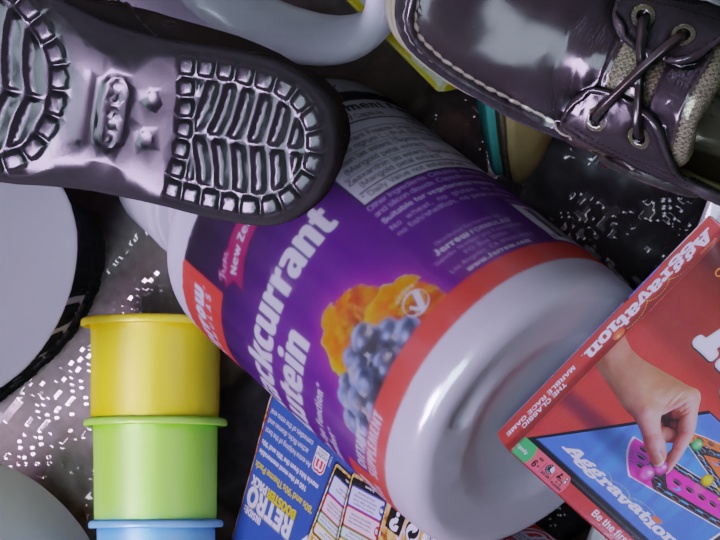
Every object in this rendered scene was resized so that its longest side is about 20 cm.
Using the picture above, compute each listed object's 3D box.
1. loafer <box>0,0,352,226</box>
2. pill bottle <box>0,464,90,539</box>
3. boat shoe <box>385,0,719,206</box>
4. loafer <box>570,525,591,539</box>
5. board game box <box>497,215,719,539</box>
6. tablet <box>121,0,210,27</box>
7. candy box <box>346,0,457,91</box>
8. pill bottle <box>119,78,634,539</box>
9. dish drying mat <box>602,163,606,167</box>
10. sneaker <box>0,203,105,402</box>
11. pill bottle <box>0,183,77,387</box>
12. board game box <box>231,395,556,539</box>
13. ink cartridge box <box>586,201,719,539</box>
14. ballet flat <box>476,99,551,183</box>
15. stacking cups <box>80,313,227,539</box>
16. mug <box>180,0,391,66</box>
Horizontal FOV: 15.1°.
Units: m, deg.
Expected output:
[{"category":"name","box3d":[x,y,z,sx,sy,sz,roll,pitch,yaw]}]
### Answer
[{"category":"loafer","box3d":[-0.091,-0.060,0.943,0.199,0.071,0.073,20,100,18]},{"category":"pill bottle","box3d":[-0.196,0.170,1.105,0.200,0.112,0.113,-43,87,19]},{"category":"boat shoe","box3d":[0.106,-0.064,0.895,0.199,0.065,0.073,17,104,-8]},{"category":"loafer","box3d":[0.048,0.179,1.057,0.076,0.067,0.200,39,109,6]},{"category":"board game box","box3d":[0.150,0.081,0.936,0.103,0.019,0.200,-46,114,4]},{"category":"tablet","box3d":[-0.152,-0.121,1.032,0.130,0.014,0.200,-26,124,18]},{"category":"candy box","box3d":[-0.007,-0.167,0.983,0.200,0.026,0.102,47,123,24]},{"category":"pill bottle","box3d":[0.000,0.000,0.983,0.200,0.111,0.112,40,112,37]},{"category":"dish drying mat","box3d":[0.095,-0.143,0.982,0.018,0.077,0.201,-1,103,51]},{"category":"sneaker","box3d":[-0.187,0.031,1.098,0.200,0.074,0.081,-38,85,18]},{"category":"pill bottle","box3d":[-0.208,-0.027,1.032,0.200,0.116,0.117,21,108,37]},{"category":"board game box","box3d":[-0.005,0.166,1.037,0.151,0.046,0.201,35,113,50]},{"category":"ink cartridge box","box3d":[0.167,0.033,0.993,0.115,0.067,0.201,22,106,10]},{"category":"ballet flat","box3d":[0.060,-0.133,0.996,0.063,0.069,0.201,-11,100,1]},{"category":"stacking cups","box3d":[-0.083,0.118,1.064,0.060,0.060,0.201,0,87,16]},{"category":"mug","box3d":[-0.049,-0.154,0.925,0.175,0.148,0.200,10,137,38]}]
